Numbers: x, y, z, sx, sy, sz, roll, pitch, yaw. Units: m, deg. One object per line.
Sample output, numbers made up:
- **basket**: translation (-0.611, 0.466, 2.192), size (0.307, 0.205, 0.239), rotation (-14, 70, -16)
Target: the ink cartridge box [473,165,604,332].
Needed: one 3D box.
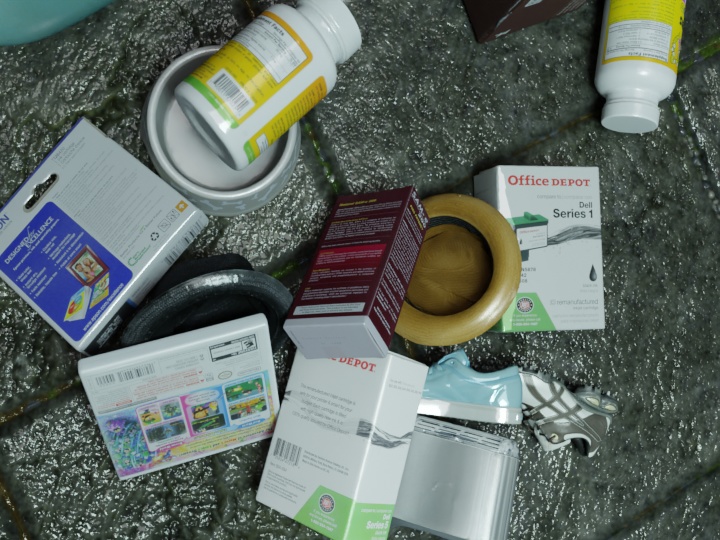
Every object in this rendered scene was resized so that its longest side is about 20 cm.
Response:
- **ink cartridge box**: translation (0.223, -0.028, 0.988), size (0.142, 0.084, 0.206), rotation (-1, 88, -13)

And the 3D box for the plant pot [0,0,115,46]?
- **plant pot**: translation (-0.369, -0.338, 0.825), size (0.159, 0.201, 0.203), rotation (-35, 94, -3)

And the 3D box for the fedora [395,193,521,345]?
- **fedora**: translation (0.106, 0.008, 0.939), size (0.196, 0.082, 0.205), rotation (-13, 60, 23)

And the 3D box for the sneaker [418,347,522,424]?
- **sneaker**: translation (0.099, 0.134, 0.945), size (0.194, 0.074, 0.084), rotation (6, 81, 8)

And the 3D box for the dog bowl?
- **dog bowl**: translation (-0.163, -0.169, 0.926), size (0.195, 0.059, 0.206), rotation (1, 86, -13)

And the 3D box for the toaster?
- **toaster**: translation (0.108, 0.249, 0.913), size (0.195, 0.114, 0.132), rotation (11, 80, 19)

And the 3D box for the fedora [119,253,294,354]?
- **fedora**: translation (-0.174, 0.045, 0.874), size (0.196, 0.203, 0.093), rotation (-14, 49, -13)

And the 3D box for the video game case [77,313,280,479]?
- **video game case**: translation (-0.189, 0.142, 0.863), size (0.195, 0.024, 0.185), rotation (-14, 132, -13)

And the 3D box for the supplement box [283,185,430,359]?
- **supplement box**: translation (0.000, 0.000, 0.881), size (0.061, 0.107, 0.203), rotation (56, 42, -39)

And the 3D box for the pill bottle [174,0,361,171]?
- **pill bottle**: translation (-0.095, -0.215, 0.857), size (0.200, 0.111, 0.111), rotation (-43, 96, -12)

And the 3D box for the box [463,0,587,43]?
- **box**: translation (0.207, -0.424, 0.965), size (0.161, 0.166, 0.204), rotation (-21, 92, -13)

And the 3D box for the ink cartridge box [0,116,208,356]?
- **ink cartridge box**: translation (-0.305, -0.042, 0.881), size (0.198, 0.047, 0.199), rotation (36, 80, 21)

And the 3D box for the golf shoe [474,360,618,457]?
- **golf shoe**: translation (0.228, 0.174, 0.983), size (0.196, 0.078, 0.097), rotation (19, 83, -9)

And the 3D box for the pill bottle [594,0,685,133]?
- **pill bottle**: translation (0.363, -0.289, 1.023), size (0.102, 0.104, 0.206), rotation (10, 85, -11)

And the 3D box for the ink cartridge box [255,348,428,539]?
- **ink cartridge box**: translation (-0.021, 0.183, 0.885), size (0.083, 0.143, 0.205), rotation (23, 81, -48)
